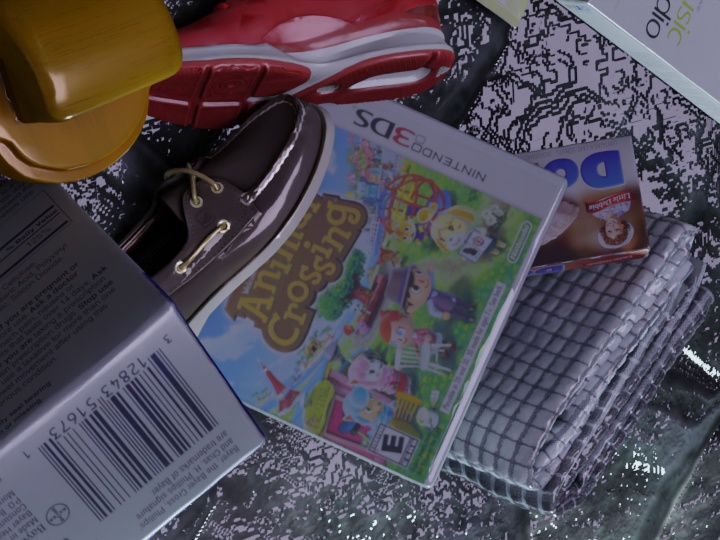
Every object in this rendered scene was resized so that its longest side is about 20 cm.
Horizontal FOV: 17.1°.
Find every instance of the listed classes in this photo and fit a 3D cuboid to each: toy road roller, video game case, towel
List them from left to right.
[{"bbox_3d":[-0.170,-0.142,1.215,0.123,0.146,0.201,-27,107,-33],"label":"toy road roller"},{"bbox_3d":[0.000,0.000,1.410,0.022,0.181,0.201,80,34,-82],"label":"video game case"},{"bbox_3d":[0.108,0.044,1.496,0.200,0.165,0.086,-54,135,-16],"label":"towel"}]

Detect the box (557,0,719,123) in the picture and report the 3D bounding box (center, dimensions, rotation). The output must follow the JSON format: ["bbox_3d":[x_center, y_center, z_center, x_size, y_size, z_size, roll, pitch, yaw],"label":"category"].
[{"bbox_3d":[0.229,-0.201,1.622,0.200,0.036,0.145,30,82,-41],"label":"box"}]

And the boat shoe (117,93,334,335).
[{"bbox_3d":[-0.094,-0.023,1.358,0.200,0.072,0.059,-50,129,2],"label":"boat shoe"}]

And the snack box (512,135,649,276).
[{"bbox_3d":[0.070,-0.029,1.441,0.024,0.199,0.072,62,19,-75],"label":"snack box"}]

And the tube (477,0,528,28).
[{"bbox_3d":[0.119,-0.256,1.511,0.058,0.052,0.201,27,87,0],"label":"tube"}]

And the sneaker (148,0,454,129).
[{"bbox_3d":[-0.052,-0.152,1.392,0.199,0.078,0.116,-5,67,-22],"label":"sneaker"}]

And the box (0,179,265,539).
[{"bbox_3d":[-0.177,0.068,1.214,0.184,0.200,0.105,-39,126,-7],"label":"box"}]
